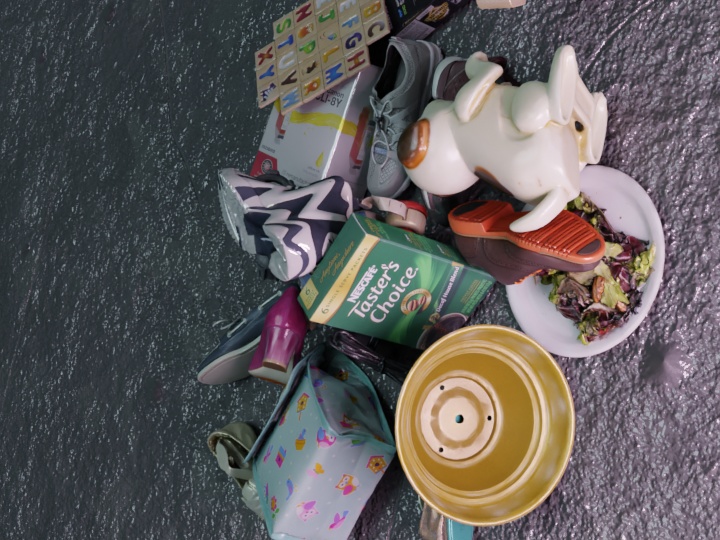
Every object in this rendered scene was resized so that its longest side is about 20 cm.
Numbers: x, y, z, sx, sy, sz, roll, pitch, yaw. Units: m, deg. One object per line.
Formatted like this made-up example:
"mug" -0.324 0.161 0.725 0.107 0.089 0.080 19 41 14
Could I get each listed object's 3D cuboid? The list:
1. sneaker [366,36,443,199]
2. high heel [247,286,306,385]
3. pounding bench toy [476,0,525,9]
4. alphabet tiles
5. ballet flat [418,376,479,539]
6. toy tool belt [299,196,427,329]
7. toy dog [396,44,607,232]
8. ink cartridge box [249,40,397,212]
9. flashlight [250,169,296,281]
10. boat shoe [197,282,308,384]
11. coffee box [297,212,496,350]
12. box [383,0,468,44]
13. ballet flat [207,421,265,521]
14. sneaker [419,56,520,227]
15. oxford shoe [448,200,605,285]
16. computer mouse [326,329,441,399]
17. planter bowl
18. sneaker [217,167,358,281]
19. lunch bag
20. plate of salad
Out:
"sneaker" 0.034 -0.187 1.418 0.074 0.082 0.202 12 90 46
"high heel" -0.100 0.086 1.465 0.067 0.200 0.097 15 75 3
"pounding bench toy" 0.204 -0.352 1.227 0.124 0.155 0.202 22 97 45
"alphabet tiles" -0.052 -0.285 1.467 0.199 0.006 0.168 -26 50 24
"ballet flat" 0.092 0.206 1.287 0.067 0.068 0.202 0 79 52
"toy tool belt" 0.000 0.000 1.376 0.199 0.124 0.124 -17 57 49
"toy dog" 0.140 -0.129 1.222 0.198 0.139 0.196 1 78 33
"ink cartridge box" -0.047 -0.178 1.498 0.145 0.083 0.202 27 100 45
"flashlight" -0.111 -0.048 1.464 0.201 0.067 0.069 99 172 -63
"boat shoe" -0.146 0.086 1.549 0.200 0.074 0.062 -38 58 32
"coffee box" 0.042 0.019 1.279 0.123 0.199 0.044 -54 41 21
"box" 0.087 -0.407 1.437 0.198 0.049 0.202 -34 58 35
"ballet flat" -0.138 0.270 1.507 0.200 0.069 0.070 45 113 41
"sneaker" 0.131 -0.153 1.320 0.115 0.075 0.203 -4 78 42
"oxford shoe" 0.174 -0.021 1.202 0.199 0.071 0.073 20 131 52
"computer mouse" 0.036 0.098 1.333 0.139 0.200 0.046 29 88 3
"planter bowl" 0.116 0.157 1.215 0.083 0.198 0.203 174 105 -72
"sneaker" -0.072 -0.069 1.315 0.199 0.129 0.080 37 138 51
"lunch bag" -0.056 0.202 1.403 0.171 0.121 0.201 -61 30 22
"plate of salad" 0.222 -0.012 1.212 0.199 0.048 0.203 -13 72 43
